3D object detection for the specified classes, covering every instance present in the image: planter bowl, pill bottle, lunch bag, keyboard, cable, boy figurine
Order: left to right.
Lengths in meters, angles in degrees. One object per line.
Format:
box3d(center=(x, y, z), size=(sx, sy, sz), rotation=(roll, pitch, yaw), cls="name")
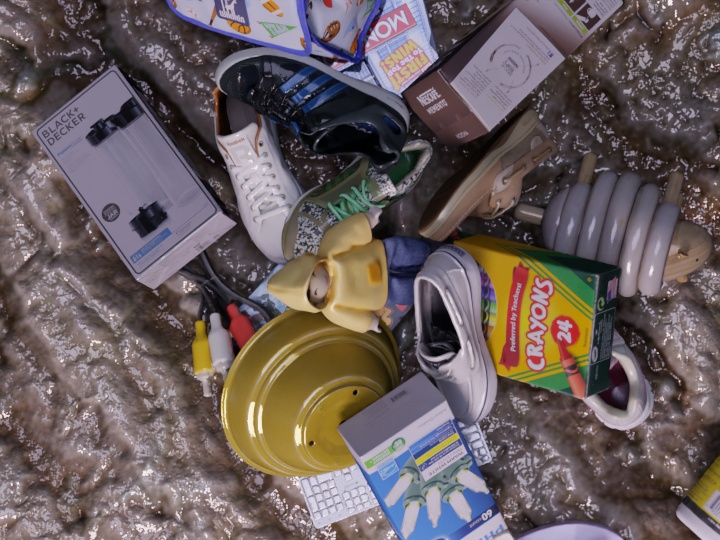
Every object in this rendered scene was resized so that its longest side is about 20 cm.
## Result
box3d(center=(-0.150, 0.025, 1.644), size=(0.097, 0.050, 0.201), rotation=(-29, 72, 12), cls="cable")
box3d(center=(-0.088, -0.276, 1.534), size=(0.170, 0.200, 0.124), rotation=(21, 95, 18), cls="lunch bag")
box3d(center=(-0.032, 0.137, 1.604), size=(0.200, 0.083, 0.201), rotation=(-12, 119, -23), cls="planter bowl")
box3d(center=(0.000, 0.000, 1.566), size=(0.199, 0.064, 0.125), rotation=(-2, 102, -40), cls="boy figurine")
box3d(center=(0.036, 0.209, 1.689), size=(0.199, 0.011, 0.056), rotation=(-22, 90, 3), cls="keyboard")
box3d(center=(0.420, 0.202, 1.617), size=(0.111, 0.111, 0.200), rotation=(39, 93, 2), cls="pill bottle")

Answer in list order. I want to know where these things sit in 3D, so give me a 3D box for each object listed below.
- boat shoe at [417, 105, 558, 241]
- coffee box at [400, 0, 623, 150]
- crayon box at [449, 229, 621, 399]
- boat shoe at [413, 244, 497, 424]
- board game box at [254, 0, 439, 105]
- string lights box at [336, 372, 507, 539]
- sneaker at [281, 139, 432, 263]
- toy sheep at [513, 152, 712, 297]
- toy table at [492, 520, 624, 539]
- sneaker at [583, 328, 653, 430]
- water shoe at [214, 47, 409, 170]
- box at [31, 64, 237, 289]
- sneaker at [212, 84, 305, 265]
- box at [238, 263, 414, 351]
box3d(center=(0.133, -0.086, 1.609), size=(0.065, 0.071, 0.200), rotation=(49, 58, -7), cls="boat shoe")
box3d(center=(0.147, -0.218, 1.587), size=(0.200, 0.113, 0.080), rotation=(-44, 99, -17), cls="coffee box")
box3d(center=(0.155, 0.040, 1.599), size=(0.199, 0.051, 0.127), rotation=(14, 108, 36), cls="crayon box")
box3d(center=(0.086, 0.074, 1.569), size=(0.072, 0.066, 0.201), rotation=(20, 131, 32), cls="boat shoe")
box3d(center=(0.001, -0.233, 1.655), size=(0.200, 0.062, 0.200), rotation=(-29, 89, 3), cls="board game box")
box3d(center=(0.065, 0.209, 1.604), size=(0.103, 0.059, 0.200), rotation=(-33, 126, -8), cls="string lights box")
box3d(center=(-0.001, -0.074, 1.610), size=(0.077, 0.089, 0.200), rotation=(47, 67, -9), cls="sneaker")
box3d(center=(0.253, -0.041, 1.617), size=(0.199, 0.138, 0.138), rotation=(12, 92, 17), cls="toy sheep")
box3d(center=(0.186, 0.335, 1.632), size=(0.200, 0.117, 0.184), rotation=(-39, 89, 4), cls="toy table")
box3d(center=(0.232, 0.076, 1.636), size=(0.081, 0.088, 0.200), rotation=(-39, 89, 3), cls="sneaker")
box3d(center=(-0.049, -0.159, 1.580), size=(0.199, 0.072, 0.079), rotation=(15, 49, -4), cls="water shoe")
box3d(center=(-0.233, -0.095, 1.650), size=(0.117, 0.060, 0.200), rotation=(-37, 76, 4), cls="box")
box3d(center=(-0.111, -0.100, 1.639), size=(0.073, 0.085, 0.201), rotation=(-22, 80, 18), cls="sneaker")
box3d(center=(-0.046, 0.051, 1.675), size=(0.137, 0.040, 0.200), rotation=(41, 93, 1), cls="box")
